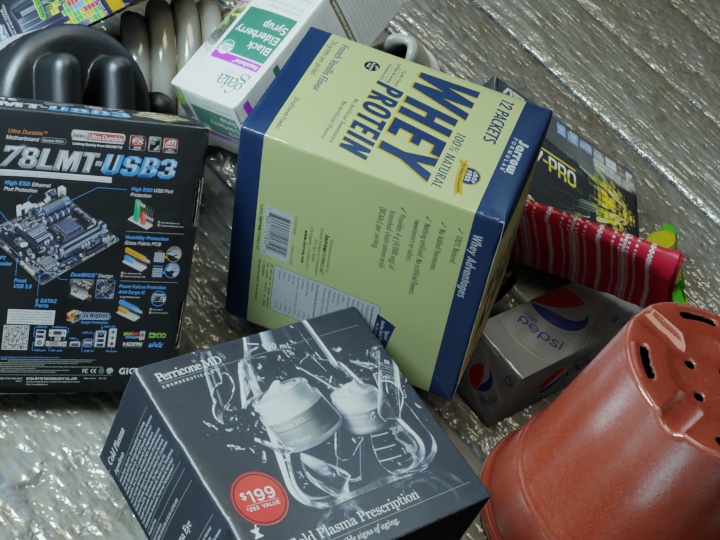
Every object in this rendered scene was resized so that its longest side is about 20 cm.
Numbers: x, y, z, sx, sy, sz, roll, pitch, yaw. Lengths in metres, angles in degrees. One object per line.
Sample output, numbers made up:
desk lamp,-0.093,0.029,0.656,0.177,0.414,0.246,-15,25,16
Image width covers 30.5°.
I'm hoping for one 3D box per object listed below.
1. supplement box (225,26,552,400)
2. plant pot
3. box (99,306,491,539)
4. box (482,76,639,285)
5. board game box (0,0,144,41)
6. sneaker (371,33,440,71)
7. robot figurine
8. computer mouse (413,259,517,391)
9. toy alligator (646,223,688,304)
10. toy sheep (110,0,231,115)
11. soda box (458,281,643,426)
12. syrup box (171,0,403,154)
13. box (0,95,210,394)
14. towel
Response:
supplement box,0.017,-0.042,1.012,0.197,0.201,0.135,21,47,9
plant pot,0.220,0.143,1.004,0.198,0.196,0.202,16,43,-15
box,-0.047,0.143,0.919,0.198,0.105,0.183,-15,56,-40
box,0.185,-0.071,1.263,0.199,0.049,0.163,31,42,-25
board game box,-0.206,-0.253,1.135,0.200,0.164,0.057,-42,110,-48
sneaker,-0.023,-0.143,1.164,0.076,0.199,0.092,52,3,18
robot figurine,-0.237,-0.125,1.016,0.150,0.199,0.126,42,72,-27
computer mouse,0.064,0.043,1.098,0.059,0.034,0.200,46,60,7
toy alligator,0.287,0.027,1.274,0.053,0.060,0.201,-11,41,15
toy sheep,-0.150,-0.182,1.172,0.197,0.139,0.139,-6,49,-10
soda box,0.168,0.062,1.155,0.199,0.069,0.064,-20,60,-41
syrup box,-0.058,-0.190,1.101,0.078,0.082,0.201,23,66,36
box,-0.214,-0.015,0.915,0.197,0.201,0.050,2,15,-27
towel,0.170,-0.018,1.104,0.198,0.145,0.023,20,77,13
